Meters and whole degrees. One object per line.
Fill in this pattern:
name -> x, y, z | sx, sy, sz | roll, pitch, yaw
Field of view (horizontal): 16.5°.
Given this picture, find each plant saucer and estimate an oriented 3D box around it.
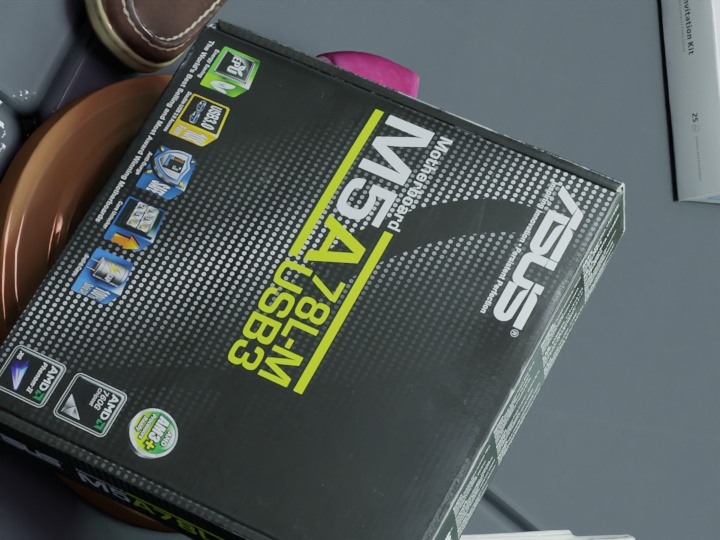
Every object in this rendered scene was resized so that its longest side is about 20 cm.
plant saucer -> -0.072, 0.012, 1.080 | 0.200, 0.032, 0.201 | 10, 74, -38

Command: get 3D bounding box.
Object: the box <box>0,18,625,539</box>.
box -> -0.022, 0.018, 0.987 | 0.200, 0.193, 0.048 | -59, 159, -21

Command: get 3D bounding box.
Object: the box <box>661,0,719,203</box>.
box -> 0.249, -0.110, 1.375 | 0.200, 0.041, 0.156 | 4, 78, -39

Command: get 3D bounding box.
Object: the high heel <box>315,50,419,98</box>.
high heel -> 0.000, 0.000, 1.081 | 0.096, 0.067, 0.201 | -2, 69, -30

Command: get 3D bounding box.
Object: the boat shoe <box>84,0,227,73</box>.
boat shoe -> -0.056, -0.176, 1.105 | 0.072, 0.072, 0.200 | 44, 56, -25

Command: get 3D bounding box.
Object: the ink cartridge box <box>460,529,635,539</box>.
ink cartridge box -> 0.025, 0.216, 1.045 | 0.146, 0.147, 0.201 | 4, 78, -39
